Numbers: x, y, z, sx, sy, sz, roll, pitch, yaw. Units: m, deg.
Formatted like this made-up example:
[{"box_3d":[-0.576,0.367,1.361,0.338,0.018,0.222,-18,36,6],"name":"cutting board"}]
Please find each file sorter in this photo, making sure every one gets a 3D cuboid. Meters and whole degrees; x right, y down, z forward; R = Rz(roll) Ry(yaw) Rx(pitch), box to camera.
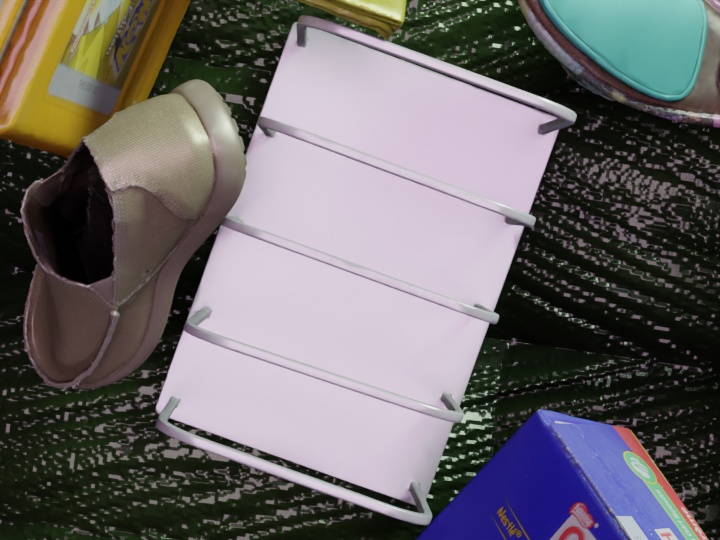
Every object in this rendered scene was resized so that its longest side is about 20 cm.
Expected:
[{"box_3d":[0.000,0.000,0.822,0.139,0.125,0.200,20,92,-2],"name":"file sorter"}]

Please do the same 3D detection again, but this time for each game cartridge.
[{"box_3d":[-0.101,-0.132,0.774,0.032,0.200,0.177,24,92,6],"name":"game cartridge"}]

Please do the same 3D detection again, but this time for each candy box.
[{"box_3d":[0.078,0.189,0.783,0.200,0.077,0.169,-50,52,25],"name":"candy box"}]

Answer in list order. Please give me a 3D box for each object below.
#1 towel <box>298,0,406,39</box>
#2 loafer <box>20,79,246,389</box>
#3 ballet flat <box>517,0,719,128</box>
[{"box_3d":[-0.015,-0.189,0.799,0.086,0.018,0.200,16,52,-14],"name":"towel"},{"box_3d":[-0.117,-0.012,0.795,0.068,0.200,0.076,-9,60,-34],"name":"loafer"},{"box_3d":[0.154,-0.096,0.847,0.200,0.071,0.069,18,80,-13],"name":"ballet flat"}]
